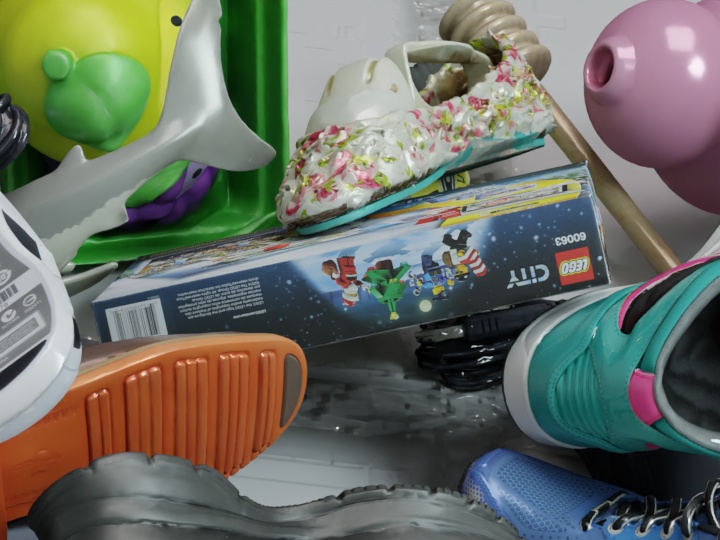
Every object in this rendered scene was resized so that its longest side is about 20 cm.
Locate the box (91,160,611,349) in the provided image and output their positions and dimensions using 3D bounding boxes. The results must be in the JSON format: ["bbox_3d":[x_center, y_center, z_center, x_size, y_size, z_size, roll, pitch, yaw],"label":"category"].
[{"bbox_3d":[0.000,0.000,1.211,0.200,0.038,0.137,-12,6,6],"label":"box"}]

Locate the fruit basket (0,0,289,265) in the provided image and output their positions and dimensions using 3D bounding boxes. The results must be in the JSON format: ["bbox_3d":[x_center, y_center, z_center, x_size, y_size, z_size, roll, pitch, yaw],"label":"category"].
[{"bbox_3d":[-0.098,-0.100,1.294,0.155,0.216,0.216,-6,32,-23],"label":"fruit basket"}]

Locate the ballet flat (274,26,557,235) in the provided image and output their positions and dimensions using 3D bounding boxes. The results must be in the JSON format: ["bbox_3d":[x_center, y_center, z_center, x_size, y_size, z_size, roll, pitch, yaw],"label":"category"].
[{"bbox_3d":[0.016,-0.063,1.271,0.076,0.064,0.200,-16,4,30],"label":"ballet flat"}]

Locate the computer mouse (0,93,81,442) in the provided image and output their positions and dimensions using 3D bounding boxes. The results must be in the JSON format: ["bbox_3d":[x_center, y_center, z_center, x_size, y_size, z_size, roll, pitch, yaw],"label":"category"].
[{"bbox_3d":[-0.145,0.010,1.064,0.110,0.044,0.200,-34,37,0],"label":"computer mouse"}]

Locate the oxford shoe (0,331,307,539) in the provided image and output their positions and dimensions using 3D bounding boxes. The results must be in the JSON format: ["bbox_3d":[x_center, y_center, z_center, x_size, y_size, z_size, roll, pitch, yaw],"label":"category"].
[{"bbox_3d":[-0.113,0.051,1.103,0.200,0.071,0.073,-12,32,-32],"label":"oxford shoe"}]

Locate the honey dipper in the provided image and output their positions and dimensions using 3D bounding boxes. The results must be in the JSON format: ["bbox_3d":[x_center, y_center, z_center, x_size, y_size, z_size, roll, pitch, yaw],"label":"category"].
[{"bbox_3d":[0.107,-0.053,1.394,0.038,0.038,0.200,-16,58,-38],"label":"honey dipper"}]

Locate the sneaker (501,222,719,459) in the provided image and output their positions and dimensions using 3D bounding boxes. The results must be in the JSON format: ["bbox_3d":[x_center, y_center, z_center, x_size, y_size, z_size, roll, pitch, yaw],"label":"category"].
[{"bbox_3d":[0.164,0.015,1.151,0.200,0.084,0.121,-28,17,-24],"label":"sneaker"}]

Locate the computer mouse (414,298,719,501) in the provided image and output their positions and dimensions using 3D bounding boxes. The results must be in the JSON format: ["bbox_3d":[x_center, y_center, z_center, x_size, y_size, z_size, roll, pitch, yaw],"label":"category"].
[{"bbox_3d":[0.122,0.055,1.248,0.138,0.053,0.200,-6,32,-27],"label":"computer mouse"}]

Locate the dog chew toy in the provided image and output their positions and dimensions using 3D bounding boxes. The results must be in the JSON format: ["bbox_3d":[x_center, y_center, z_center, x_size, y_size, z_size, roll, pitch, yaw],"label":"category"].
[{"bbox_3d":[0.189,-0.077,1.397,0.200,0.125,0.125,11,24,-35],"label":"dog chew toy"}]

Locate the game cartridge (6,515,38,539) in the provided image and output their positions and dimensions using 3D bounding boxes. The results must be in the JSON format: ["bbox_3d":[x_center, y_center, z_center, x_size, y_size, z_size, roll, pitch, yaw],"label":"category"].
[{"bbox_3d":[-0.171,0.105,1.094,0.133,0.041,0.200,28,34,36],"label":"game cartridge"}]

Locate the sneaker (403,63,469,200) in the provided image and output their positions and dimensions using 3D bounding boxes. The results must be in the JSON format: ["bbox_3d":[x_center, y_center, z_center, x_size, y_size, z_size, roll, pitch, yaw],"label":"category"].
[{"bbox_3d":[0.020,-0.031,1.373,0.076,0.075,0.200,33,34,0],"label":"sneaker"}]

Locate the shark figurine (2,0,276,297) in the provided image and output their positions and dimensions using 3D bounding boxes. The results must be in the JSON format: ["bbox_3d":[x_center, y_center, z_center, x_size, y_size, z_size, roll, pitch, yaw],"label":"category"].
[{"bbox_3d":[-0.140,-0.025,1.154,0.090,0.214,0.128,56,36,6],"label":"shark figurine"}]

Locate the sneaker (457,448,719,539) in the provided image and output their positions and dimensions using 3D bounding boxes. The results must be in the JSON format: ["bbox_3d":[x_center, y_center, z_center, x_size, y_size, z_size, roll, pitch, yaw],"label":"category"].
[{"bbox_3d":[0.131,0.104,1.123,0.200,0.089,0.079,20,34,21],"label":"sneaker"}]

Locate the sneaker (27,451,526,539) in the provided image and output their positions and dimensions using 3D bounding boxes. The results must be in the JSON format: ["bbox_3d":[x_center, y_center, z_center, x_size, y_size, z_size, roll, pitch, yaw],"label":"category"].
[{"bbox_3d":[-0.023,0.125,1.075,0.200,0.076,0.091,6,55,-23],"label":"sneaker"}]
